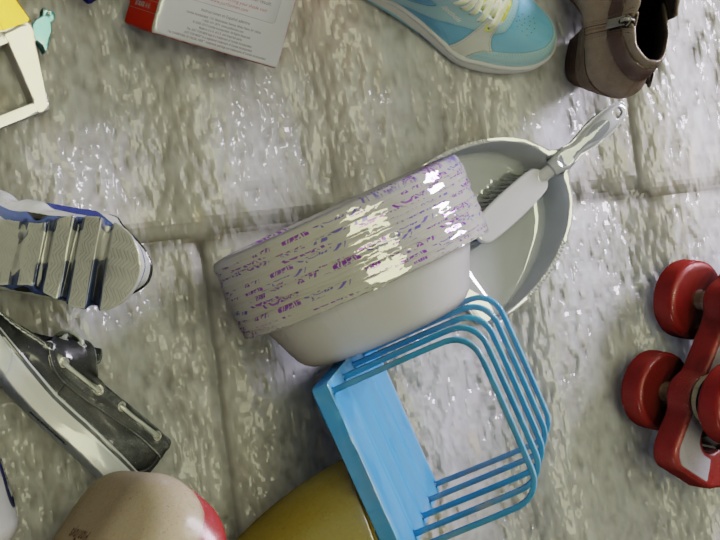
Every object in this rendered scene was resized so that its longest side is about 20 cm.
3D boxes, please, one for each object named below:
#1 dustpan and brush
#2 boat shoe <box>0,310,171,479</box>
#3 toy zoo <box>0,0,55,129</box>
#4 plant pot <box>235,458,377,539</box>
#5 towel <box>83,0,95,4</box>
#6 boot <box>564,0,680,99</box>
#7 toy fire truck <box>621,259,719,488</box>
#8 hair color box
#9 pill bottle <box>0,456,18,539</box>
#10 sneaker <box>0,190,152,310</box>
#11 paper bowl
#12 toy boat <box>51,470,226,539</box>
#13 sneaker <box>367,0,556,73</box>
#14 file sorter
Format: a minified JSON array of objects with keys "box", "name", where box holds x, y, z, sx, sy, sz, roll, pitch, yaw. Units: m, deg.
[{"box":[0.137,-0.069,1.502,0.200,0.057,0.140,-42,100,-19],"name":"dustpan and brush"},{"box":[-0.217,0.076,1.348,0.200,0.072,0.068,47,74,-14],"name":"boat shoe"},{"box":[-0.315,-0.152,1.359,0.199,0.020,0.132,-25,94,-21],"name":"toy zoo"},{"box":[-0.040,0.256,1.351,0.141,0.200,0.201,-21,93,-1],"name":"plant pot"},{"box":[-0.180,-0.314,1.415,0.200,0.049,0.148,-40,106,-20],"name":"towel"},{"box":[0.211,-0.236,1.500,0.070,0.146,0.202,2,84,-19],"name":"boot"},{"box":[0.319,0.089,1.541,0.167,0.112,0.201,31,75,-35],"name":"toy fire truck"},{"box":[-0.093,-0.265,1.394,0.110,0.064,0.201,13,98,-31],"name":"hair color box"},{"box":[-0.303,0.153,1.282,0.119,0.120,0.202,-16,90,-21],"name":"pill bottle"},{"box":[-0.235,-0.015,1.346,0.198,0.115,0.081,16,89,11],"name":"sneaker"},{"box":[0.000,0.000,1.368,0.200,0.200,0.105,-25,94,-21],"name":"paper bowl"},{"box":[-0.138,0.217,1.260,0.130,0.200,0.131,38,74,-15],"name":"toy boat"},{"box":[0.087,-0.222,1.460,0.199,0.130,0.080,23,76,-18],"name":"sneaker"},{"box":[0.061,0.107,1.364,0.122,0.200,0.140,-24,94,12],"name":"file sorter"}]
